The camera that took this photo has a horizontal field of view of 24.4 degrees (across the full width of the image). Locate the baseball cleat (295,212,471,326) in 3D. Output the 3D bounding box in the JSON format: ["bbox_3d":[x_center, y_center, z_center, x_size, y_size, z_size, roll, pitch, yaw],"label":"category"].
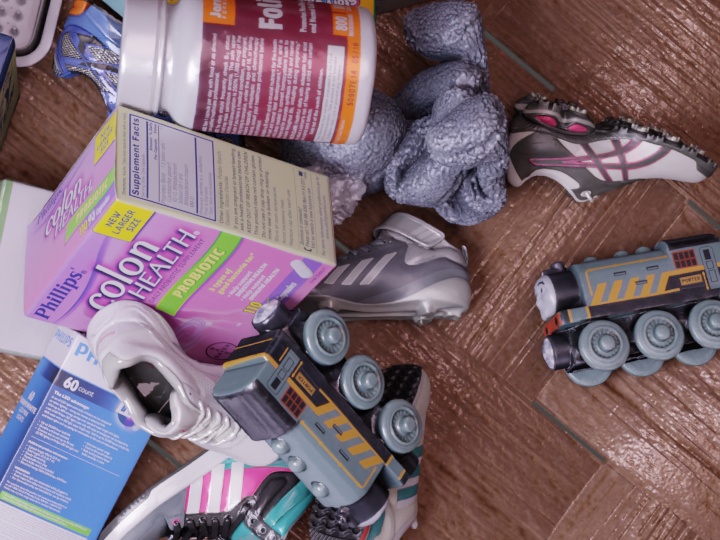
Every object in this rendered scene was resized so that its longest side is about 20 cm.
[{"bbox_3d":[0.000,0.000,1.507,0.200,0.070,0.107,4,68,-15],"label":"baseball cleat"}]

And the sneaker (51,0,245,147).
[{"bbox_3d":[-0.188,-0.157,1.488,0.200,0.075,0.078,36,93,-1],"label":"sneaker"}]

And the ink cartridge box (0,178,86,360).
[{"bbox_3d":[-0.240,0.013,1.463,0.200,0.048,0.146,15,80,-31],"label":"ink cartridge box"}]

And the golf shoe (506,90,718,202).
[{"bbox_3d":[0.232,-0.104,1.562,0.200,0.077,0.088,14,101,-6],"label":"golf shoe"}]

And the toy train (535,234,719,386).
[{"bbox_3d":[0.257,0.035,1.532,0.200,0.085,0.114,-10,73,-10],"label":"toy train"}]

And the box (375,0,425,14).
[{"bbox_3d":[0.098,-0.302,1.548,0.200,0.082,0.068,-17,87,-14],"label":"box"}]

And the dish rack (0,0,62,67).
[{"bbox_3d":[-0.342,-0.282,1.478,0.171,0.044,0.200,13,78,-10],"label":"dish rack"}]

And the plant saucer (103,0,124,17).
[{"bbox_3d":[-0.160,-0.199,1.473,0.200,0.070,0.019,40,101,11],"label":"plant saucer"}]

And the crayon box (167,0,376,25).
[{"bbox_3d":[-0.087,-0.255,1.431,0.200,0.058,0.119,3,68,-7],"label":"crayon box"}]

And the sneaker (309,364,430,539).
[{"bbox_3d":[0.020,0.181,1.486,0.093,0.070,0.200,54,46,-43],"label":"sneaker"}]

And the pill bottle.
[{"bbox_3d":[-0.094,-0.167,1.348,0.200,0.114,0.114,5,82,-10],"label":"pill bottle"}]

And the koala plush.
[{"bbox_3d":[0.022,-0.113,1.475,0.200,0.184,0.177,-9,53,-1],"label":"koala plush"}]

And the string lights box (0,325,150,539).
[{"bbox_3d":[-0.249,0.157,1.409,0.103,0.059,0.200,30,84,-27],"label":"string lights box"}]

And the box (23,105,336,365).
[{"bbox_3d":[-0.150,-0.020,1.377,0.200,0.176,0.097,18,48,-28],"label":"box"}]

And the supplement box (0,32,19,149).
[{"bbox_3d":[-0.398,-0.138,1.371,0.200,0.200,0.134,18,79,-8],"label":"supplement box"}]

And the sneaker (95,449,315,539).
[{"bbox_3d":[-0.119,0.221,1.443,0.200,0.084,0.121,-33,80,-14],"label":"sneaker"}]

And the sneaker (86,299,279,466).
[{"bbox_3d":[-0.141,0.114,1.357,0.200,0.099,0.078,35,111,-23],"label":"sneaker"}]

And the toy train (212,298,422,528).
[{"bbox_3d":[-0.032,0.119,1.368,0.200,0.085,0.114,51,52,-21],"label":"toy train"}]
